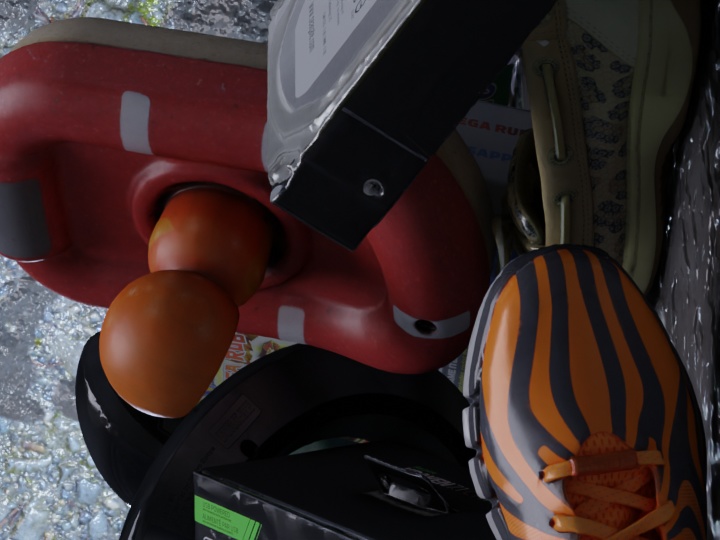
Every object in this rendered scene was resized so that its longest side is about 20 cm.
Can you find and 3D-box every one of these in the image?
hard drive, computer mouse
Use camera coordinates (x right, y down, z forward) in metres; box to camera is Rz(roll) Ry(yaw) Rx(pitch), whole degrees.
[{"bbox_3d":[0.039,-0.118,0.711,0.200,0.038,0.140,-50,21,25],"label":"hard drive"},{"bbox_3d":[-0.059,0.104,1.090,0.053,0.200,0.139,-44,19,27],"label":"computer mouse"}]

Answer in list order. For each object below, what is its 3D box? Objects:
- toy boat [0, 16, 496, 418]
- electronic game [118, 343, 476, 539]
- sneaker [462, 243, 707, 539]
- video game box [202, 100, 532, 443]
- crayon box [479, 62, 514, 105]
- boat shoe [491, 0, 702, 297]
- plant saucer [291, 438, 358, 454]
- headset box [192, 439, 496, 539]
[{"bbox_3d":[-0.053,-0.004,0.844,0.131,0.199,0.131,85,-162,-50],"label":"toy boat"},{"bbox_3d":[-0.017,0.126,0.943,0.042,0.199,0.201,14,108,48],"label":"electronic game"},{"bbox_3d":[0.083,0.090,0.677,0.112,0.077,0.201,166,93,-82],"label":"sneaker"},{"bbox_3d":[0.000,0.000,0.973,0.200,0.181,0.047,94,-168,-52],"label":"video game box"},{"bbox_3d":[-0.001,-0.015,1.180,0.052,0.199,0.126,54,156,33],"label":"crayon box"},{"bbox_3d":[0.072,-0.046,0.803,0.201,0.062,0.074,94,174,-50],"label":"boat shoe"},{"bbox_3d":[0.016,0.098,1.103,0.036,0.200,0.200,-41,30,24],"label":"plant saucer"},{"bbox_3d":[0.022,0.165,0.837,0.174,0.092,0.201,16,108,54],"label":"headset box"}]
